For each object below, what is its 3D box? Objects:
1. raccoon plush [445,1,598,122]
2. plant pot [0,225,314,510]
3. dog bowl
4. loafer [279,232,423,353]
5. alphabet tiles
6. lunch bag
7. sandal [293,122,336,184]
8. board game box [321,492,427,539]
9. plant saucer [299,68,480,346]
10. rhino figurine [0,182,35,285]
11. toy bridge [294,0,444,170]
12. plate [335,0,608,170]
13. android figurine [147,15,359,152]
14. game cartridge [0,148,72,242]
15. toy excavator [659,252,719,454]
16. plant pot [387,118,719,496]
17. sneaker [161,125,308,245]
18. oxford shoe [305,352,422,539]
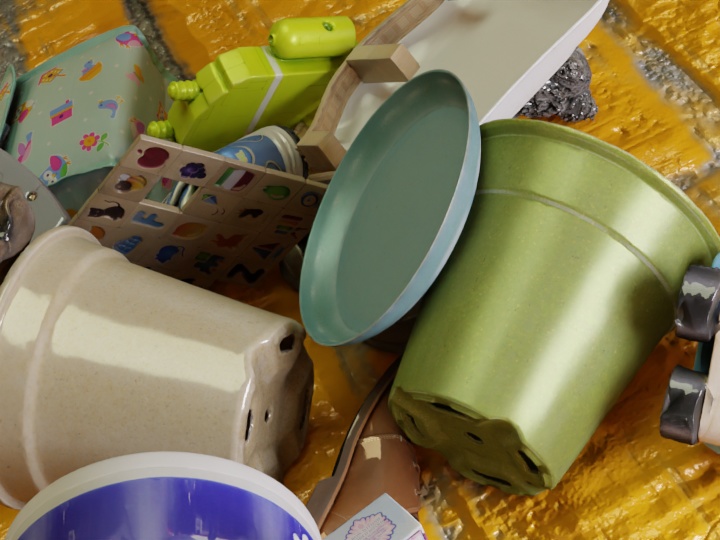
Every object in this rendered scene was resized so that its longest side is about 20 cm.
[{"bbox_3d":[0.097,-0.117,1.639,0.134,0.097,0.201,34,94,32],"label":"raccoon plush"},{"bbox_3d":[-0.138,0.083,1.428,0.182,0.202,0.201,10,48,20],"label":"plant pot"},{"bbox_3d":[-0.118,0.205,1.252,0.198,0.201,0.079,-16,42,8],"label":"dog bowl"},{"bbox_3d":[0.000,0.000,1.533,0.199,0.068,0.076,22,59,44],"label":"loafer"},{"bbox_3d":[-0.132,-0.022,1.516,0.200,0.166,0.008,-44,44,42],"label":"alphabet tiles"},{"bbox_3d":[-0.249,-0.087,1.714,0.198,0.122,0.172,-17,45,22],"label":"lunch bag"},{"bbox_3d":[-0.053,-0.080,1.620,0.210,0.077,0.070,-13,69,25],"label":"sandal"},{"bbox_3d":[-0.025,0.255,1.153,0.199,0.201,0.041,-34,39,-16],"label":"board game box"},{"bbox_3d":[0.023,-0.038,1.395,0.200,0.027,0.201,-46,29,35],"label":"plant saucer"},{"bbox_3d":[-0.280,0.002,1.464,0.200,0.060,0.088,-42,16,56],"label":"rhino figurine"},{"bbox_3d":[0.015,-0.156,1.563,0.201,0.027,0.067,-53,28,-21],"label":"toy bridge"},{"bbox_3d":[0.076,-0.142,1.529,0.200,0.032,0.199,-46,28,-8],"label":"plate"},{"bbox_3d":[-0.071,-0.127,1.628,0.198,0.183,0.041,-7,57,-33],"label":"android figurine"},{"bbox_3d":[-0.311,-0.036,1.604,0.199,0.040,0.134,30,80,33],"label":"game cartridge"},{"bbox_3d":[0.271,0.022,1.352,0.099,0.197,0.200,11,7,18],"label":"toy excavator"},{"bbox_3d":[0.111,0.036,1.366,0.199,0.200,0.191,14,62,36],"label":"plant pot"},{"bbox_3d":[-0.126,-0.040,1.572,0.077,0.200,0.076,-13,63,-53],"label":"sneaker"},{"bbox_3d":[0.014,0.139,1.388,0.071,0.072,0.201,22,51,6],"label":"oxford shoe"}]
